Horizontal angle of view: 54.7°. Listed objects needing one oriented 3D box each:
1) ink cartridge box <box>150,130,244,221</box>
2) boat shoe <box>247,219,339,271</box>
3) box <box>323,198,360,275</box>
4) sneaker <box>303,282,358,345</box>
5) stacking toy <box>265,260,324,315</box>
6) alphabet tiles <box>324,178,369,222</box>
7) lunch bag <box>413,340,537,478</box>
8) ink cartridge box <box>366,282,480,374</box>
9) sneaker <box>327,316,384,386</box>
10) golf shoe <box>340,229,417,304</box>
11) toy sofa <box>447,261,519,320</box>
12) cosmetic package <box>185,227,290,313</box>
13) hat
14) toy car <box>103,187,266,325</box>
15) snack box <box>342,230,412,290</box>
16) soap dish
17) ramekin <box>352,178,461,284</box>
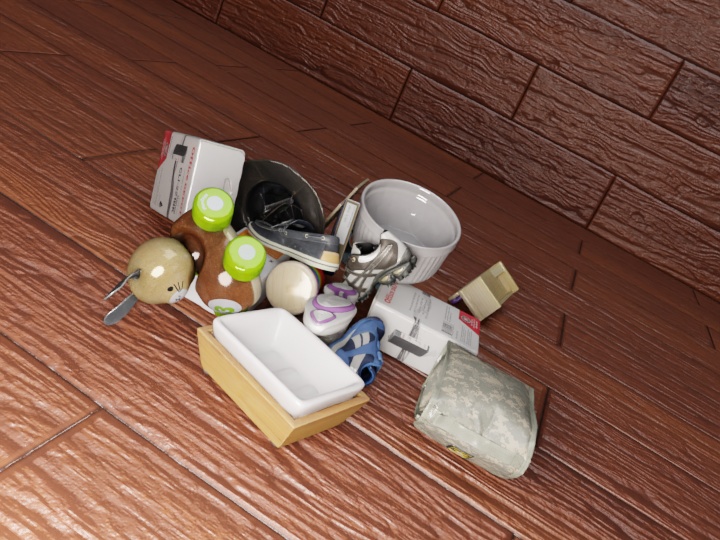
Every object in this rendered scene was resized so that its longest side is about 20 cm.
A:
[{"bbox_3d":[-0.287,-0.156,1.208,0.083,0.147,0.199,9,8,-34],"label":"ink cartridge box"},{"bbox_3d":[-0.109,-0.056,1.160,0.198,0.063,0.074,22,8,36],"label":"boat shoe"},{"bbox_3d":[-0.042,-0.056,1.285,0.032,0.123,0.200,19,-6,-6],"label":"box"},{"bbox_3d":[-0.045,0.083,1.079,0.074,0.101,0.200,17,11,7],"label":"sneaker"},{"bbox_3d":[-0.099,0.023,1.188,0.084,0.086,0.200,28,6,5],"label":"stacking toy"},{"bbox_3d":[-0.059,-0.101,1.371,0.008,0.200,0.167,44,22,-2],"label":"alphabet tiles"},{"bbox_3d":[0.167,0.214,1.024,0.162,0.119,0.200,29,17,4],"label":"lunch bag"},{"bbox_3d":[0.107,0.104,1.245,0.198,0.085,0.144,27,22,2],"label":"ink cartridge box"},{"bbox_3d":[-0.002,0.137,1.071,0.082,0.075,0.200,33,30,12],"label":"sneaker"},{"bbox_3d":[0.000,0.000,1.199,0.095,0.198,0.078,54,25,-10],"label":"golf shoe"},{"bbox_3d":[0.284,0.054,1.589,0.083,0.097,0.199,55,26,5],"label":"toy sofa"},{"bbox_3d":[-0.197,0.004,1.143,0.100,0.072,0.200,28,22,3],"label":"cosmetic package"},{"bbox_3d":[-0.144,-0.115,1.248,0.198,0.203,0.081,28,31,5],"label":"hat"},{"bbox_3d":[-0.245,0.013,0.922,0.198,0.165,0.159,-29,76,-29],"label":"toy car"},{"bbox_3d":[0.034,-0.036,1.434,0.199,0.117,0.037,38,25,28],"label":"snack box"},{"bbox_3d":[-0.106,0.139,0.927,0.199,0.082,0.156,39,25,28],"label":"soap dish"},{"bbox_3d":[0.078,-0.068,1.294,0.197,0.106,0.202,14,39,-12],"label":"ramekin"}]
